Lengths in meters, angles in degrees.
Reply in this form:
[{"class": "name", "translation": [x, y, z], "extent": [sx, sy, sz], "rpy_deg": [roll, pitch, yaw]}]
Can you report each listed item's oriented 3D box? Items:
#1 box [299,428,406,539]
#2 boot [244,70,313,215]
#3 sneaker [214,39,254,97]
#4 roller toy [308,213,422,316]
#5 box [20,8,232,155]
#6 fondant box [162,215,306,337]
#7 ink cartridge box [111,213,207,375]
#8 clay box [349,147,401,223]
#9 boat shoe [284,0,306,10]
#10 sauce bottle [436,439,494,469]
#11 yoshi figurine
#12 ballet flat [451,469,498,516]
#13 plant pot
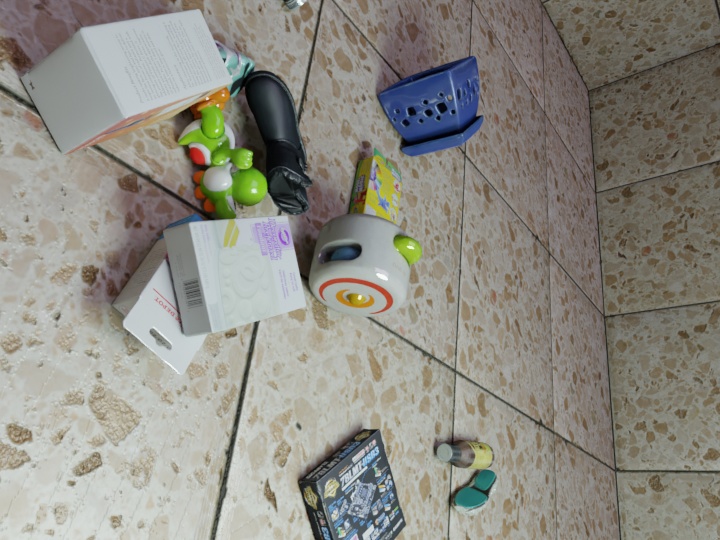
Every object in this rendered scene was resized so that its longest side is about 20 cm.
[{"class": "box", "translation": [-0.007, 0.418, 1.058], "extent": [0.199, 0.049, 0.200], "rpy_deg": [-24, 98, -54]}, {"class": "boot", "translation": [-0.134, -0.210, 0.988], "extent": [0.169, 0.076, 0.201], "rpy_deg": [-100, 173, -49]}, {"class": "sneaker", "translation": [-0.254, -0.353, 0.943], "extent": [0.140, 0.078, 0.200], "rpy_deg": [42, 10, 1]}, {"class": "roller toy", "translation": [0.000, 0.000, 1.087], "extent": [0.181, 0.200, 0.141], "rpy_deg": [17, 60, -12]}, {"class": "box", "translation": [-0.299, -0.249, 0.778], "extent": [0.200, 0.151, 0.107], "rpy_deg": [-44, 115, -49]}, {"class": "fondant box", "translation": [-0.171, 0.001, 0.842], "extent": [0.199, 0.058, 0.146], "rpy_deg": [-13, 91, -58]}, {"class": "ink cartridge box", "translation": [-0.255, 0.035, 0.820], "extent": [0.115, 0.067, 0.201], "rpy_deg": [52, 42, -31]}, {"class": "clay box", "translation": [0.034, -0.155, 1.294], "extent": [0.115, 0.047, 0.202], "rpy_deg": [39, 49, -41]}, {"class": "boat shoe", "translation": [-0.111, -0.617, 1.220], "extent": [0.064, 0.070, 0.201], "rpy_deg": [50, 45, -34]}, {"class": "sauce bottle", "translation": [0.246, 0.430, 1.386], "extent": [0.199, 0.064, 0.065], "rpy_deg": [25, 60, -50]}, {"class": "yoshi figurine", "translation": [-0.202, -0.181, 0.931], "extent": [0.112, 0.111, 0.202], "rpy_deg": [-16, 96, -61]}, {"class": "ballet flat", "translation": [0.274, 0.538, 1.395], "extent": [0.199, 0.071, 0.072], "rpy_deg": [-12, 89, -54]}, {"class": "plant pot", "translation": [0.188, -0.397, 1.461], "extent": [0.200, 0.198, 0.181], "rpy_deg": [-44, 120, -51]}]
